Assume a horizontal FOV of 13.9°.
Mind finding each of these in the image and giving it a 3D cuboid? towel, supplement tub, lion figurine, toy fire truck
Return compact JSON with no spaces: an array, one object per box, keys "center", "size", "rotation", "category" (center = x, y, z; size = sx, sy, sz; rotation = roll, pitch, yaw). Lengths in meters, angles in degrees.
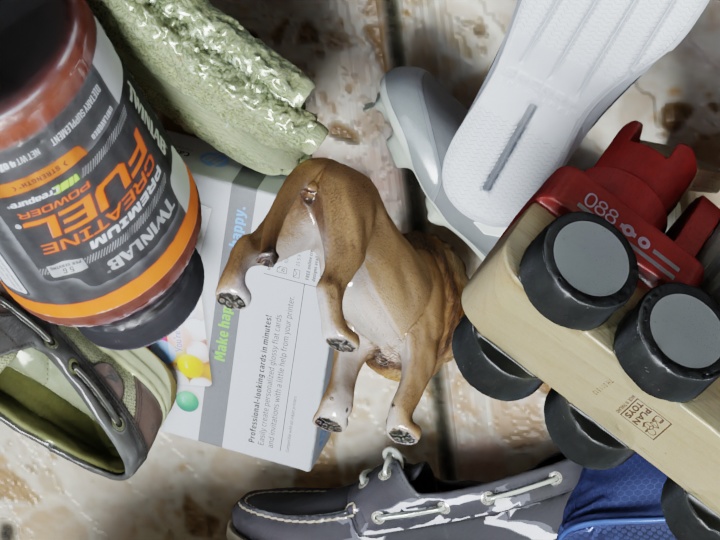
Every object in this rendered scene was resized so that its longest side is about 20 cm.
[{"center":[-0.102,-0.112,1.388],"size":[0.200,0.148,0.036],"rotation":[38,79,-1],"category":"towel"},{"center":[-0.139,-0.046,1.375],"size":[0.107,0.107,0.200],"rotation":[-5,144,20],"category":"supplement tub"},{"center":[0.000,0.000,1.379],"size":[0.072,0.123,0.200],"rotation":[5,150,20],"category":"lion figurine"},{"center":[0.153,0.006,1.305],"size":[0.176,0.200,0.129],"rotation":[37,145,-1],"category":"toy fire truck"}]

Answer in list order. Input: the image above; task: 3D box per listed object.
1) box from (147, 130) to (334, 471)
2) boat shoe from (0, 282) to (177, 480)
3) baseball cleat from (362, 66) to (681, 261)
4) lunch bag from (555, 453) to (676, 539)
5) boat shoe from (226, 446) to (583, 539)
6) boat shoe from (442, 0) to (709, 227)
[{"center":[-0.105,0.005,1.505],"size":[0.200,0.041,0.156],"rotation":[16,121,10],"category":"box"},{"center":[-0.182,0.035,1.462],"size":[0.201,0.066,0.072],"rotation":[33,128,-18],"category":"boat shoe"},{"center":[0.092,-0.031,1.414],"size":[0.106,0.070,0.200],"rotation":[-27,116,20],"category":"baseball cleat"},{"center":[0.187,0.130,1.413],"size":[0.136,0.132,0.200],"rotation":[-3,134,24],"category":"lunch bag"},{"center":[0.028,0.115,1.512],"size":[0.200,0.073,0.063],"rotation":[1,106,13],"category":"boat shoe"},{"center":[0.096,-0.109,1.302],"size":[0.072,0.071,0.200],"rotation":[33,124,-7],"category":"boat shoe"}]
